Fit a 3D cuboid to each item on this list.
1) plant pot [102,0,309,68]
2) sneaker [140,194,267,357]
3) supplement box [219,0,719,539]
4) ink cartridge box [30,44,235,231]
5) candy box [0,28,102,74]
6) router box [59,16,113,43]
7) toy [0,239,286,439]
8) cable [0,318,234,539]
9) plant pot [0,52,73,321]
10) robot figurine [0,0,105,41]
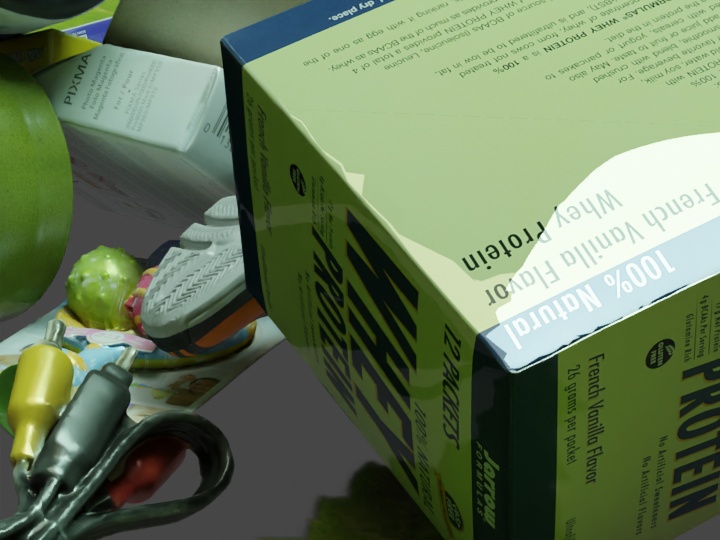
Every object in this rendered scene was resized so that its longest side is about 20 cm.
[{"bbox_3d":[0.004,-0.146,1.089,0.199,0.188,0.188,27,20,-7],"label":"plant pot"},{"bbox_3d":[0.000,0.000,0.994,0.200,0.113,0.077,-39,26,-24],"label":"sneaker"},{"bbox_3d":[0.083,-0.017,0.839,0.199,0.135,0.200,-25,49,-20],"label":"supplement box"},{"bbox_3d":[-0.100,-0.060,1.100,0.199,0.057,0.162,21,-9,40],"label":"ink cartridge box"},{"bbox_3d":[-0.127,-0.087,1.176,0.102,0.027,0.199,-4,-11,38],"label":"candy box"},{"bbox_3d":[-0.071,-0.141,1.313,0.198,0.049,0.180,-14,6,5],"label":"router box"},{"bbox_3d":[-0.100,0.018,1.014,0.114,0.048,0.200,11,25,20],"label":"toy"},{"bbox_3d":[-0.115,0.096,0.844,0.097,0.050,0.200,34,41,-3],"label":"cable"},{"bbox_3d":[-0.238,-0.031,0.991,0.199,0.202,0.192,16,16,38],"label":"plant pot"},{"bbox_3d":[-0.175,-0.171,1.041,0.150,0.126,0.199,26,-16,-30],"label":"robot figurine"}]
